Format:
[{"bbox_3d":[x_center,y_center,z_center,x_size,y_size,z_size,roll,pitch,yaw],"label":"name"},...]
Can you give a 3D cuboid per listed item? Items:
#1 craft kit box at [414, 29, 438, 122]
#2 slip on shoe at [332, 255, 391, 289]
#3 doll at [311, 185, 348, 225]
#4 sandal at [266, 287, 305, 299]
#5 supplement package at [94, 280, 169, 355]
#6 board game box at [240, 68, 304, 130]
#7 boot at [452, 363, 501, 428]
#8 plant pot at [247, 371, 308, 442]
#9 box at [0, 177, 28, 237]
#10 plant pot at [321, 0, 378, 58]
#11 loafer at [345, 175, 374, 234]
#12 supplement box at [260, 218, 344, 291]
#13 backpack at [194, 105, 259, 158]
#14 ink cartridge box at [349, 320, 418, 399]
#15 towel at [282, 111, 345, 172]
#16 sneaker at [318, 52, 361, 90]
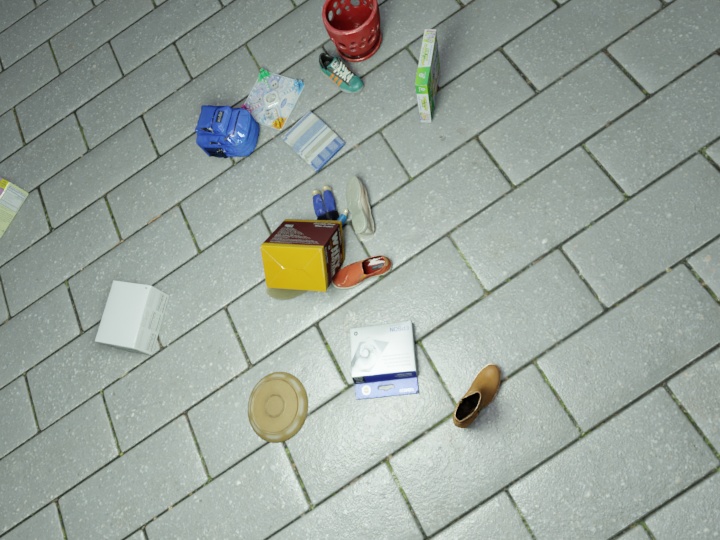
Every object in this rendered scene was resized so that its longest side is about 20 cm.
[{"bbox_3d":[0.217,-0.620,1.771,0.047,0.198,0.207,6,73,16],"label":"craft kit box"},{"bbox_3d":[0.000,0.000,1.690,0.194,0.061,0.076,-18,70,9],"label":"slip on shoe"},{"bbox_3d":[-0.100,-0.172,1.780,0.132,0.049,0.206,-18,68,9],"label":"doll"},{"bbox_3d":[-0.193,0.028,1.737,0.204,0.079,0.071,-14,41,2],"label":"sandal"},{"bbox_3d":[-0.742,0.154,1.798,0.150,0.111,0.207,6,72,16],"label":"supplement package"},{"bbox_3d":[-0.325,-0.626,2.004,0.195,0.026,0.205,22,79,20],"label":"board game box"},{"bbox_3d":[0.305,0.322,1.450,0.076,0.156,0.201,39,84,23],"label":"boot"},{"bbox_3d":[-0.250,0.401,1.635,0.193,0.028,0.207,-5,70,13],"label":"plant pot"},{"bbox_3d":[-1.416,-0.260,2.118,0.172,0.097,0.204,23,78,20],"label":"box"},{"bbox_3d":[-0.020,-0.844,1.915,0.193,0.183,0.208,-5,69,12],"label":"plant pot"},{"bbox_3d":[0.000,-0.206,1.768,0.071,0.062,0.206,-31,59,38],"label":"loafer"},{"bbox_3d":[-0.167,-0.051,1.656,0.190,0.137,0.201,3,28,15],"label":"supplement box"},{"bbox_3d":[-0.461,-0.483,1.916,0.193,0.168,0.169,8,80,12],"label":"backpack"},{"bbox_3d":[0.066,0.258,1.595,0.192,0.041,0.207,-9,70,11],"label":"ink cartridge box"},{"bbox_3d":[-0.162,-0.446,1.903,0.147,0.024,0.200,-44,69,-6],"label":"towel"},{"bbox_3d":[-0.074,-0.693,1.932,0.198,0.080,0.072,36,82,22],"label":"sneaker"}]
